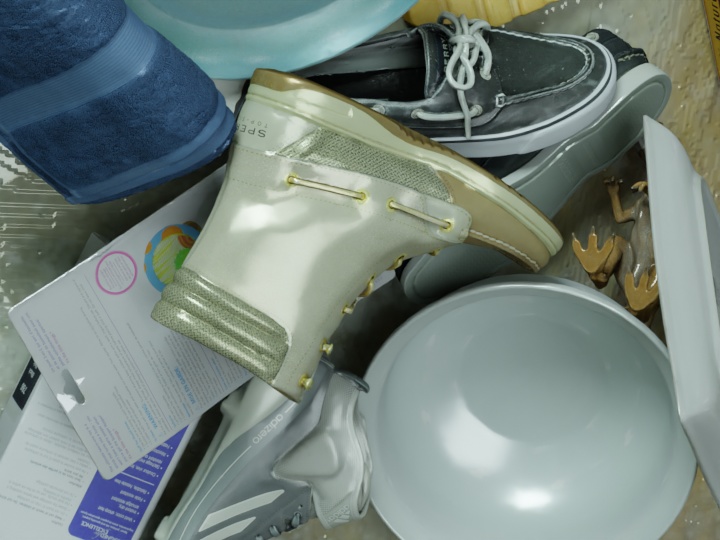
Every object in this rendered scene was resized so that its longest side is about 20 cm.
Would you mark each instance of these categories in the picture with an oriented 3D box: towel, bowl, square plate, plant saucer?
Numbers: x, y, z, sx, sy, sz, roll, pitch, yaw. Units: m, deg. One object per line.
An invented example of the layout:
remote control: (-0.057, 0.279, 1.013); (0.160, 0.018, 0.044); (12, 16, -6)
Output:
towel: (-0.155, -0.104, 1.006); (0.112, 0.049, 0.200); (-17, 139, 28)
bowl: (0.099, 0.080, 1.230); (0.201, 0.090, 0.201); (4, 115, 7)
square plate: (0.203, 0.041, 1.199); (0.028, 0.200, 0.198); (-12, 146, 16)
plant saucer: (-0.036, -0.174, 1.028); (0.200, 0.027, 0.200); (-18, 145, -13)

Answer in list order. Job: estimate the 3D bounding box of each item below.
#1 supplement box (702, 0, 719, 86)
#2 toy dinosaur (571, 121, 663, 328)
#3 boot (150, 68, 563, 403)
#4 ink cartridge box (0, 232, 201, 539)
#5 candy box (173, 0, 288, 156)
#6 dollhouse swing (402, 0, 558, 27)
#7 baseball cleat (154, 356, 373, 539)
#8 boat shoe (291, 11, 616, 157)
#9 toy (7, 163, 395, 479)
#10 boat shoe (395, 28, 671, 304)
supplement box: (0.319, -0.090, 1.229); (0.133, 0.200, 0.197); (-21, 112, -15)
toy dinosaur: (0.169, 0.009, 1.257); (0.106, 0.060, 0.200); (-8, 107, -63)
boot: (0.000, 0.000, 1.109); (0.200, 0.072, 0.155); (25, 88, -27)
ink cartridge box: (-0.149, 0.088, 1.180); (0.099, 0.039, 0.200); (26, 93, -27)
candy box: (-0.133, -0.175, 1.091); (0.200, 0.072, 0.168); (22, 95, -26)
dollhouse swing: (0.101, -0.227, 1.129); (0.200, 0.182, 0.176); (-24, 102, -15)
baseball cleat: (-0.058, 0.140, 1.188); (0.106, 0.070, 0.200); (27, 110, 4)
boat shoe: (0.047, -0.109, 1.163); (0.199, 0.074, 0.068); (-4, 148, -4)
toy: (-0.087, 0.008, 1.135); (0.200, 0.047, 0.115); (-34, 117, -15)
boat shoe: (0.090, -0.061, 1.225); (0.200, 0.060, 0.076); (-38, 149, -10)
